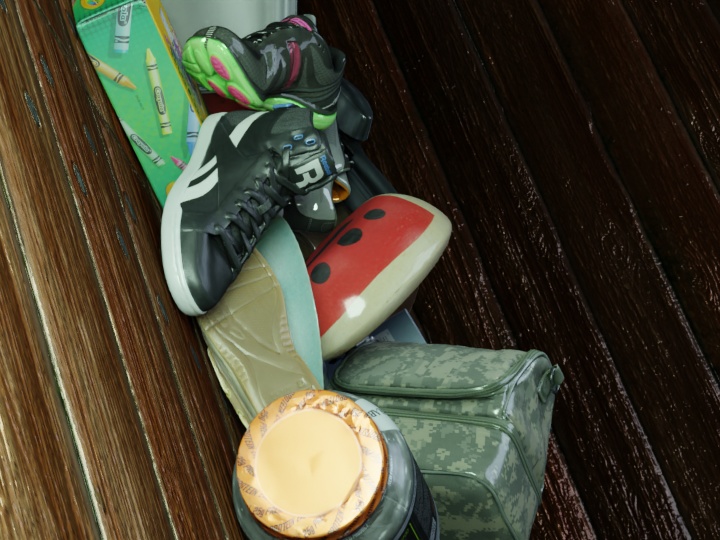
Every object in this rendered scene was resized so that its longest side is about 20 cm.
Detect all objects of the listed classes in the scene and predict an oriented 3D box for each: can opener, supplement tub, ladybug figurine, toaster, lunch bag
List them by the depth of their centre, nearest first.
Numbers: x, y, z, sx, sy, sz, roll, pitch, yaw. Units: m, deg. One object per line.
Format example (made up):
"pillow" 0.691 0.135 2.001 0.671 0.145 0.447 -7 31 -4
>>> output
"supplement tub" -0.016 0.155 1.243 0.200 0.122 0.123 68 0 -66
"ladybug figurine" 0.000 0.000 1.541 0.072 0.135 0.200 49 43 -9
"toaster" -0.138 -0.225 1.547 0.114 0.198 0.130 -92 177 -54
"lunch bag" 0.060 0.138 1.562 0.169 0.198 0.140 -66 145 -36
"can opener" -0.010 -0.094 1.694 0.201 0.063 0.079 -117 -146 -40

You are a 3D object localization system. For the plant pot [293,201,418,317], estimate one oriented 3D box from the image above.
"plant pot" -0.053 0.000 1.717 0.200 0.185 0.189 -16 84 -77

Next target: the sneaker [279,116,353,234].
"sneaker" -0.042 -0.100 1.637 0.201 0.079 0.074 -77 -173 -47

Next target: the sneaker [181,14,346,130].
"sneaker" -0.074 -0.169 1.468 0.076 0.084 0.200 25 6 24

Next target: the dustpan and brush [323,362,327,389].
"dustpan and brush" -0.036 0.147 1.668 0.140 0.057 0.201 -110 179 -60

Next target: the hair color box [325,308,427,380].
"hair color box" 0.023 0.108 1.797 0.061 0.098 0.200 59 -3 15

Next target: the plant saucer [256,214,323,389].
"plant saucer" -0.075 0.056 1.495 0.201 0.038 0.203 172 -90 -75

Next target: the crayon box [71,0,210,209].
"crayon box" -0.166 -0.150 1.455 0.119 0.058 0.201 -109 178 -52

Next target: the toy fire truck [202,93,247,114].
"toy fire truck" -0.146 -0.191 1.694 0.199 0.049 0.141 37 17 8

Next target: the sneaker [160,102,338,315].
"sneaker" -0.075 -0.056 1.361 0.201 0.111 0.073 -80 152 -44

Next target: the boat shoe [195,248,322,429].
"boat shoe" -0.083 0.064 1.395 0.201 0.073 0.069 65 -24 21
